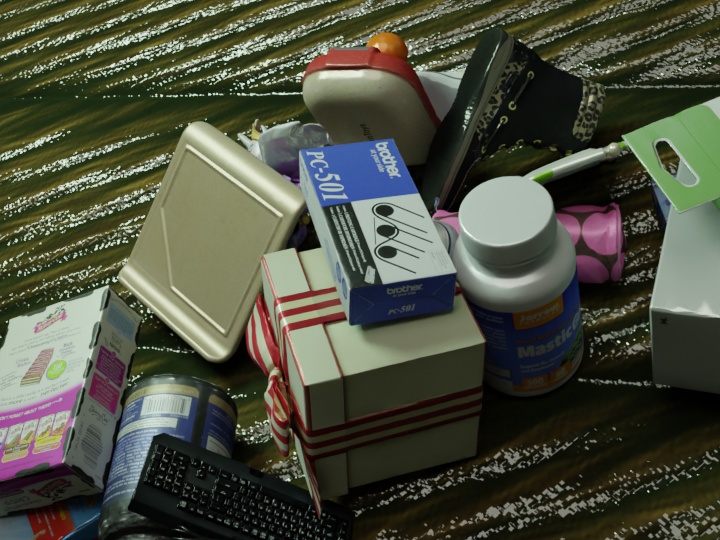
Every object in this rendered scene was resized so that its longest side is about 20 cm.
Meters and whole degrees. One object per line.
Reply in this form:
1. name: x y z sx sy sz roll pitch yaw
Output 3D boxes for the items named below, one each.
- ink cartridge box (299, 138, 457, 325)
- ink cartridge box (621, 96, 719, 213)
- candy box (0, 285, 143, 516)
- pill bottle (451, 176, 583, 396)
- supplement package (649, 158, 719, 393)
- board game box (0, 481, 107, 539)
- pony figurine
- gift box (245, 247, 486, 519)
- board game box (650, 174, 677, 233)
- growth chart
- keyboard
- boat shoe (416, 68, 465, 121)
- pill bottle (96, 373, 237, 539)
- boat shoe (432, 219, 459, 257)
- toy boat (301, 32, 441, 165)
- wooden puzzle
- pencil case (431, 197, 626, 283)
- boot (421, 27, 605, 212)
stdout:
1. ink cartridge box: 0.010 -0.040 0.986 0.093 0.044 0.201 -9 42 -12
2. ink cartridge box: 0.331 -0.097 0.927 0.198 0.060 0.104 -21 50 -2
3. candy box: -0.295 0.125 1.072 0.135 0.061 0.201 -17 47 24
4. pill bottle: 0.143 0.015 1.011 0.111 0.201 0.113 -8 48 9
5. supplement package: 0.328 -0.005 0.973 0.120 0.120 0.201 8 55 21
6. board game box: -0.352 0.231 1.100 0.195 0.056 0.200 -31 48 -8
7. pony figurine: -0.085 -0.079 1.222 0.192 0.166 0.202 3 68 35
8. gift box: 0.000 0.098 1.010 0.185 0.201 0.185 -11 39 -12
9. board game box: 0.373 -0.022 1.076 0.134 0.035 0.201 -13 49 9
10. growth chart: 0.208 -0.104 1.131 0.144 0.200 0.018 -20 90 10
11. keyboard: -0.098 0.214 0.961 0.199 0.040 0.105 23 53 -13
12. boat shoe: 0.126 -0.203 1.303 0.198 0.072 0.070 4 25 27
13. pill bottle: -0.179 0.206 1.024 0.111 0.112 0.201 -6 49 14
14. boat shoe: -0.001 -0.004 1.108 0.201 0.086 0.075 -20 67 33
15. toy boat: 0.023 -0.201 1.232 0.129 0.200 0.132 4 68 21
16. wooden puzzle: -0.156 -0.032 1.175 0.185 0.037 0.201 36 103 31
17. pencil case: 0.168 -0.029 1.124 0.198 0.092 0.094 1 10 17
18. boot: 0.165 -0.139 1.199 0.205 0.153 0.074 -67 22 12
